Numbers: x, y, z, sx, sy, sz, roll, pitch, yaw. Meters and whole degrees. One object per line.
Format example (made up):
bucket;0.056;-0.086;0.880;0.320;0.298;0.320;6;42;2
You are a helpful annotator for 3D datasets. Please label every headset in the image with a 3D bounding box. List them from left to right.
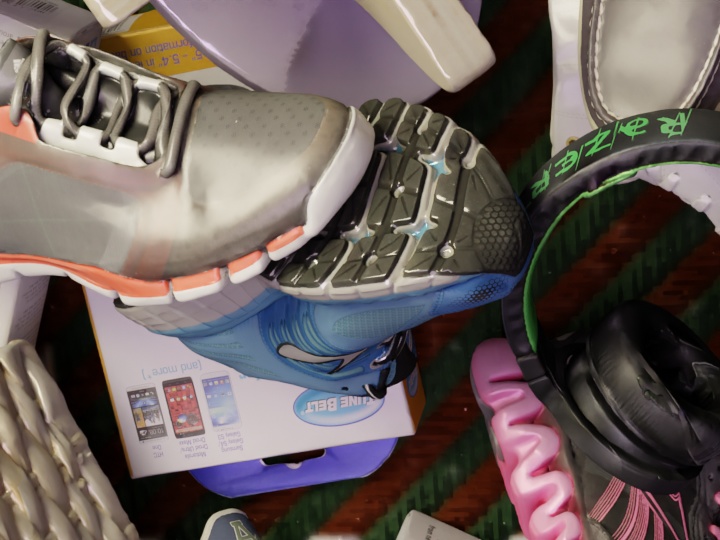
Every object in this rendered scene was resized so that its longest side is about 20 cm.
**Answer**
headset;0.127;0.040;0.932;0.123;0.094;0.200;-25;119;18

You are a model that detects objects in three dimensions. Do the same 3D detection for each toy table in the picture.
toy table;-0.026;-0.143;0.938;0.200;0.117;0.184;43;84;-8

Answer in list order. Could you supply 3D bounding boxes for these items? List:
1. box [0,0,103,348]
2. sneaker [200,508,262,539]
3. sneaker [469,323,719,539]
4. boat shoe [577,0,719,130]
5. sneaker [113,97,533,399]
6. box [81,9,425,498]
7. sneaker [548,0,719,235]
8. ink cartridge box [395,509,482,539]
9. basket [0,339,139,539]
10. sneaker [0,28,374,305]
box;-0.185;-0.028;1.047;0.143;0.036;0.201;22;115;13
sneaker;-0.104;0.160;1.109;0.199;0.067;0.091;-25;74;30
sneaker;0.111;0.099;1.003;0.095;0.079;0.201;-18;61;-3
boat shoe;0.113;-0.139;0.931;0.071;0.065;0.202;16;85;22
sneaker;0.000;0.000;0.959;0.090;0.079;0.199;38;155;-26
box;-0.048;-0.004;1.053;0.118;0.041;0.202;-10;104;12
sneaker;0.131;-0.035;1.001;0.115;0.074;0.201;-16;95;16
ink cartridge box;0.079;0.209;1.079;0.199;0.084;0.146;24;111;1
basket;-0.150;0.141;0.998;0.123;0.136;0.201;-28;95;25
sneaker;-0.093;-0.041;0.923;0.199;0.077;0.082;-6;133;28
